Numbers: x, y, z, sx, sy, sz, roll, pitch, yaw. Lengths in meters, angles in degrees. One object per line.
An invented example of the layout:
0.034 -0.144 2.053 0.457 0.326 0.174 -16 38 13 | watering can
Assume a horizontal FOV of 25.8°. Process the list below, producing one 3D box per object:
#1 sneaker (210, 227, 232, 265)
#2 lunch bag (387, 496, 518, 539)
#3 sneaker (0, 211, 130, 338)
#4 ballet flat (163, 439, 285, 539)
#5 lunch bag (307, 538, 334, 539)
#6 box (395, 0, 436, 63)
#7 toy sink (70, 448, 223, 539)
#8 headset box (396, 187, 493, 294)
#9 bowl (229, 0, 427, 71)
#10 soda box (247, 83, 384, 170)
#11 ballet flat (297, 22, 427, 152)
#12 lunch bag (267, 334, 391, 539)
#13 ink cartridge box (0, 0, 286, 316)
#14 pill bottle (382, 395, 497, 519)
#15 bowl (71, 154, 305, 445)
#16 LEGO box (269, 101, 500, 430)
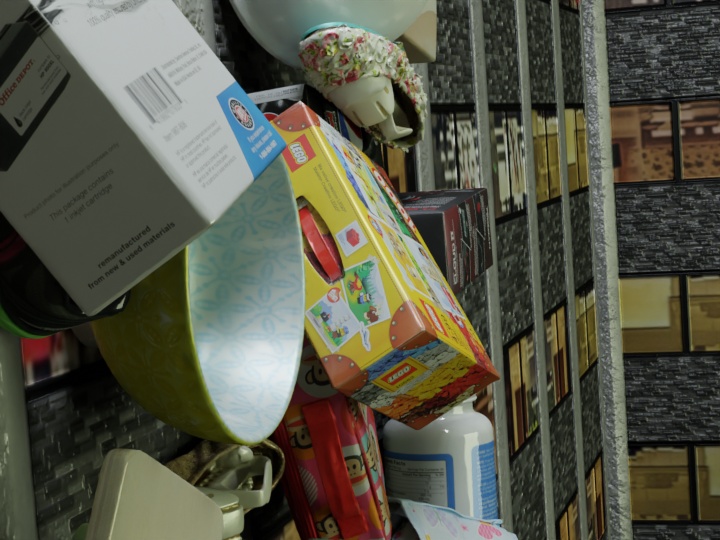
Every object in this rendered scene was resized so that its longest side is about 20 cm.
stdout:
-0.107 -0.022 1.068 0.080 0.074 0.200 -86 174 -76 | sneaker
0.068 0.316 1.421 0.170 0.127 0.200 21 70 -44 | lunch bag
-0.175 -0.031 0.783 0.200 0.084 0.077 54 36 -58 | sneaker
-0.100 0.152 1.045 0.200 0.065 0.071 -48 136 -66 | ballet flat
-0.030 0.313 1.078 0.168 0.139 0.200 -53 -157 36 | lunch bag
0.000 -0.239 1.390 0.200 0.095 0.078 13 76 -71 | box
-0.157 0.194 0.771 0.130 0.112 0.200 54 42 -62 | toy sink
0.020 -0.020 1.328 0.200 0.148 0.075 -30 115 -71 | headset box
-0.006 -0.255 1.210 0.201 0.090 0.201 1 88 -40 | bowl
-0.039 -0.099 1.274 0.200 0.071 0.063 11 71 -73 | soda box
0.013 -0.138 1.218 0.200 0.076 0.064 19 54 -68 | ballet flat
-0.027 0.123 1.190 0.176 0.082 0.200 -104 179 -65 | lunch bag
-0.141 -0.098 0.748 0.200 0.084 0.145 52 20 -8 | ink cartridge box
0.079 0.200 1.561 0.112 0.112 0.200 -11 99 -73 | pill bottle
-0.114 0.006 0.945 0.200 0.108 0.200 -3 90 -73 | bowl
0.000 0.000 1.118 0.200 0.077 0.149 62 13 27 | LEGO box
